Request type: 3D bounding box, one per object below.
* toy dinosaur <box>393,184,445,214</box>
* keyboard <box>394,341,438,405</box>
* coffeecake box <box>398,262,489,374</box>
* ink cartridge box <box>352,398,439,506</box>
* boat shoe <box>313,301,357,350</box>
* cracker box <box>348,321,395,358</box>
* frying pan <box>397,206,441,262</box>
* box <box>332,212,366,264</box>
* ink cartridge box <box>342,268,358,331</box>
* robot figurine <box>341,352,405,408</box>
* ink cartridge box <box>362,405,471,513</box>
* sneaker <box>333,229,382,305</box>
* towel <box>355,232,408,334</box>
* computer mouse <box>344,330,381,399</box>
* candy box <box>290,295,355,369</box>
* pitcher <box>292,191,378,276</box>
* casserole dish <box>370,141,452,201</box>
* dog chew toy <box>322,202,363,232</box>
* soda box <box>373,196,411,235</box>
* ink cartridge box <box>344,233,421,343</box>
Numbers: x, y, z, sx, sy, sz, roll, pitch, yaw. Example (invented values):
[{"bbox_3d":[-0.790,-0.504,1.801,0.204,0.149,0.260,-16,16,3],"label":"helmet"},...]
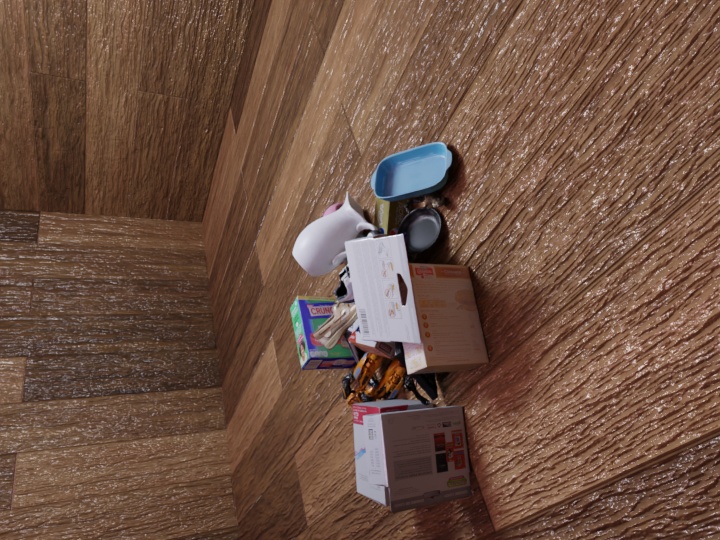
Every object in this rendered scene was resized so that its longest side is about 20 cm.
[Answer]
[{"bbox_3d":[0.129,-0.184,1.205,0.087,0.048,0.202,-29,46,8],"label":"toy dinosaur"},{"bbox_3d":[0.118,0.210,1.081,0.020,0.200,0.129,-18,45,22],"label":"keyboard"},{"bbox_3d":[0.155,0.094,1.042,0.073,0.151,0.203,-38,55,55],"label":"coffeecake box"},{"bbox_3d":[0.076,0.402,1.189,0.144,0.143,0.204,-20,70,61],"label":"ink cartridge box"},{"bbox_3d":[-0.041,0.104,1.296,0.201,0.064,0.071,-52,4,12],"label":"boat shoe"},{"bbox_3d":[0.064,0.096,1.227,0.133,0.057,0.202,-2,57,62],"label":"cracker box"},{"bbox_3d":[0.132,-0.054,1.170,0.114,0.031,0.193,-15,60,33],"label":"frying pan"},{"bbox_3d":[-0.025,-0.065,1.348,0.083,0.049,0.200,-55,49,8],"label":"box"},{"bbox_3d":[0.017,0.086,1.401,0.199,0.074,0.168,11,98,61],"label":"ink cartridge box"},{"bbox_3d":[0.032,0.279,1.299,0.202,0.143,0.058,-62,-2,24],"label":"robot figurine"},{"bbox_3d":[0.114,0.371,1.056,0.084,0.197,0.179,-30,61,59],"label":"ink cartridge box"},{"bbox_3d":[0.000,0.000,1.180,0.074,0.079,0.202,57,134,49],"label":"sneaker"},{"bbox_3d":[0.045,0.026,1.132,0.202,0.024,0.145,-66,-4,38],"label":"towel"},{"bbox_3d":[0.012,0.232,1.363,0.110,0.043,0.202,50,164,60],"label":"computer mouse"},{"bbox_3d":[-0.104,0.179,1.529,0.077,0.167,0.202,-53,44,43],"label":"candy box"},{"bbox_3d":[-0.057,-0.067,1.264,0.200,0.121,0.172,-42,46,6],"label":"pitcher"},{"bbox_3d":[0.117,-0.213,1.168,0.197,0.039,0.123,-11,58,30],"label":"casserole dish"},{"bbox_3d":[-0.060,-0.095,1.522,0.202,0.122,0.126,107,150,-43],"label":"dog chew toy"},{"bbox_3d":[0.073,-0.098,1.252,0.064,0.067,0.203,-27,51,51],"label":"soda box"},{"bbox_3d":[0.051,0.033,0.996,0.172,0.043,0.204,-5,97,50],"label":"ink cartridge box"}]
